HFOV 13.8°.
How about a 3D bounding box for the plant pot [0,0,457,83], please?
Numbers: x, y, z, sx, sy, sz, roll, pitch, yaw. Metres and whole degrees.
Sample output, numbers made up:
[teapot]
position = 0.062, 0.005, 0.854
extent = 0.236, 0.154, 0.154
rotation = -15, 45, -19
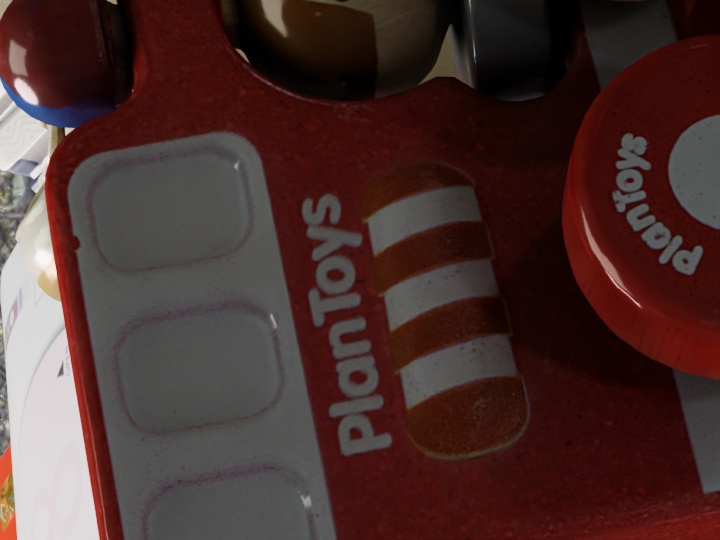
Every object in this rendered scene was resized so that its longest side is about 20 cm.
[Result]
[plant pot]
position = -0.018, -0.140, 0.780
extent = 0.134, 0.199, 0.201
rotation = -43, 49, 40

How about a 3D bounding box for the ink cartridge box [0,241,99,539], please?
[ink cartridge box]
position = -0.111, 0.082, 1.037
extent = 0.200, 0.057, 0.163
rotation = -50, 37, 41

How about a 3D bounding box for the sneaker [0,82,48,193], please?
[sneaker]
position = -0.047, -0.032, 0.954
extent = 0.080, 0.115, 0.200
rotation = -34, 87, 39

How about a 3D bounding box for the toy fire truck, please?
[toy fire truck]
position = 0.012, -0.025, 0.619
extent = 0.112, 0.167, 0.201
rotation = 95, 164, -66

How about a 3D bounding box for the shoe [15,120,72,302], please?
[shoe]
position = -0.068, -0.071, 0.841
extent = 0.070, 0.053, 0.201
rotation = 121, 169, -46
